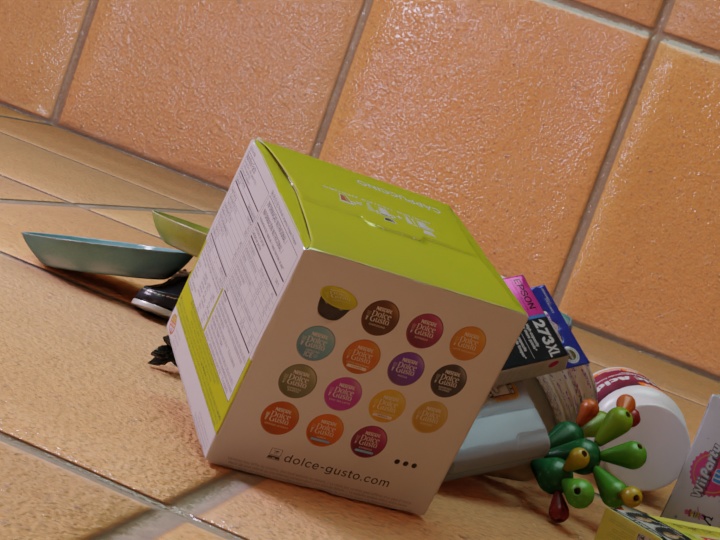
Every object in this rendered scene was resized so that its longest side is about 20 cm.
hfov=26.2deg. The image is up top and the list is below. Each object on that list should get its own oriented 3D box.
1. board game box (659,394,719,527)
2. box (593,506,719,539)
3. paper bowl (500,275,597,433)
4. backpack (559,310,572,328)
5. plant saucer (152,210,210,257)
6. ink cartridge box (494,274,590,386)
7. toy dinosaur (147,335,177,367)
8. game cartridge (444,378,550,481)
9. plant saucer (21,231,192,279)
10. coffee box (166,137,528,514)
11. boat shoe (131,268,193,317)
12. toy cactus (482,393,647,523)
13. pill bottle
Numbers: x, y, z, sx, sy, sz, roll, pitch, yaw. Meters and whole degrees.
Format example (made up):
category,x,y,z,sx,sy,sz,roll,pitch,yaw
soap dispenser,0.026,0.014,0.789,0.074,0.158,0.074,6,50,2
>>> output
category,x,y,z,sx,sy,sz,roll,pitch,yaw
board game box,0.388,0.207,1.618,0.064,0.148,0.200,25,7,26
box,0.294,0.251,1.337,0.199,0.050,0.075,17,6,-36
paper bowl,0.141,0.110,1.611,0.201,0.104,0.201,42,-24,23
backpack,0.187,0.104,1.965,0.177,0.151,0.200,20,0,13
plant saucer,-0.149,-0.020,1.766,0.199,0.031,0.200,20,1,-1
ink cartridge box,0.124,0.058,1.430,0.199,0.037,0.095,-8,59,-36
toy dinosaur,-0.114,0.086,1.443,0.135,0.102,0.200,36,-11,7
game cartridge,0.079,0.094,1.423,0.133,0.042,0.201,-4,57,-36
plant saucer,-0.291,-0.015,1.777,0.199,0.036,0.200,7,2,0
coffee box,-0.018,0.042,1.254,0.199,0.199,0.200,17,22,-24
boat shoe,-0.189,0.026,1.762,0.074,0.061,0.200,21,5,28
toy cactus,0.192,0.184,1.477,0.164,0.103,0.200,-3,26,17
pill bottle,0.306,0.179,1.752,0.114,0.115,0.200,20,5,-2
